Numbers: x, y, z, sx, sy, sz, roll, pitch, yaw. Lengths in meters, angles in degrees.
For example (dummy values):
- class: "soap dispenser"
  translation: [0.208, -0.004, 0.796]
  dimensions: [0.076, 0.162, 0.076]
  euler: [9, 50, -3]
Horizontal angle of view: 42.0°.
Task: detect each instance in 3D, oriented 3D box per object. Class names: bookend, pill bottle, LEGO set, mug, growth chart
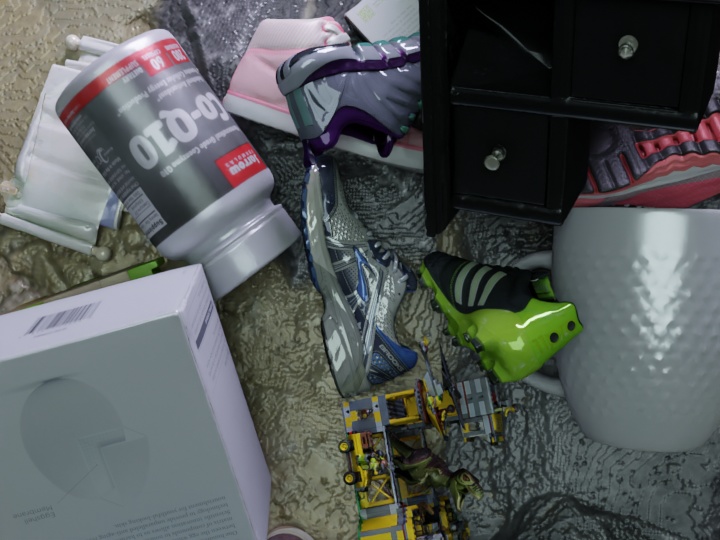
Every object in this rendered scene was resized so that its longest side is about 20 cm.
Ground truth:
- class: "bookend"
  translation: [0.147, -0.114, 0.636]
  dimensions: [0.198, 0.092, 0.200]
  euler: [12, 125, 23]
- class: "pill bottle"
  translation: [-0.142, -0.082, 0.761]
  dimensions: [0.114, 0.114, 0.200]
  euler: [-36, 96, 3]
- class: "LEGO set"
  translation: [0.067, 0.145, 0.709]
  dimensions: [0.116, 0.200, 0.154]
  euler: [-13, 69, 13]
- class: "mug"
  translation: [0.197, 0.041, 0.729]
  dimensions: [0.200, 0.148, 0.176]
  euler: [3, 93, 31]
- class: "growth chart"
  translation: [-0.235, -0.109, 0.828]
  dimensions: [0.144, 0.018, 0.200]
  euler: [24, 90, 5]

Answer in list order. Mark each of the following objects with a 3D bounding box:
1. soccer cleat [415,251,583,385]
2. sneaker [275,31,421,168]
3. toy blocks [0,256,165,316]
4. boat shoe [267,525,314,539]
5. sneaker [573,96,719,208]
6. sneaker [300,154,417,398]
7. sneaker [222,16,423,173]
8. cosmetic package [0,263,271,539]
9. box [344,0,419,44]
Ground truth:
- class: "soccer cleat"
  translation: [0.101, 0.025, 0.712]
  dimensions: [0.081, 0.200, 0.068]
  euler: [-28, 112, -4]
- class: "sneaker"
  translation: [0.036, -0.135, 0.727]
  dimensions: [0.199, 0.074, 0.088]
  euler: [-14, 92, -17]
- class: "toy blocks"
  translation: [-0.233, 0.084, 0.792]
  dimensions: [0.200, 0.100, 0.137]
  euler: [-20, 98, 5]
- class: "boat shoe"
  translation: [-0.012, 0.295, 0.767]
  dimensions: [0.072, 0.065, 0.200]
  euler: [-44, 85, 1]
- class: "sneaker"
  translation: [0.230, -0.073, 0.751]
  dimensions: [0.200, 0.087, 0.074]
  euler: [-11, 52, 9]
- class: "sneaker"
  translation: [0.000, 0.000, 0.782]
  dimensions: [0.085, 0.077, 0.201]
  euler: [-12, 94, -5]
- class: "sneaker"
  translation: [-0.010, -0.151, 0.779]
  dimensions: [0.200, 0.075, 0.105]
  euler: [20, 95, 10]
- class: "cosmetic package"
  translation: [-0.190, 0.125, 0.703]
  dimensions: [0.199, 0.123, 0.201]
  euler: [-14, 106, 2]
- class: "box"
  translation: [0.104, -0.188, 0.792]
  dimensions: [0.144, 0.036, 0.200]
  euler: [-41, 83, 3]
